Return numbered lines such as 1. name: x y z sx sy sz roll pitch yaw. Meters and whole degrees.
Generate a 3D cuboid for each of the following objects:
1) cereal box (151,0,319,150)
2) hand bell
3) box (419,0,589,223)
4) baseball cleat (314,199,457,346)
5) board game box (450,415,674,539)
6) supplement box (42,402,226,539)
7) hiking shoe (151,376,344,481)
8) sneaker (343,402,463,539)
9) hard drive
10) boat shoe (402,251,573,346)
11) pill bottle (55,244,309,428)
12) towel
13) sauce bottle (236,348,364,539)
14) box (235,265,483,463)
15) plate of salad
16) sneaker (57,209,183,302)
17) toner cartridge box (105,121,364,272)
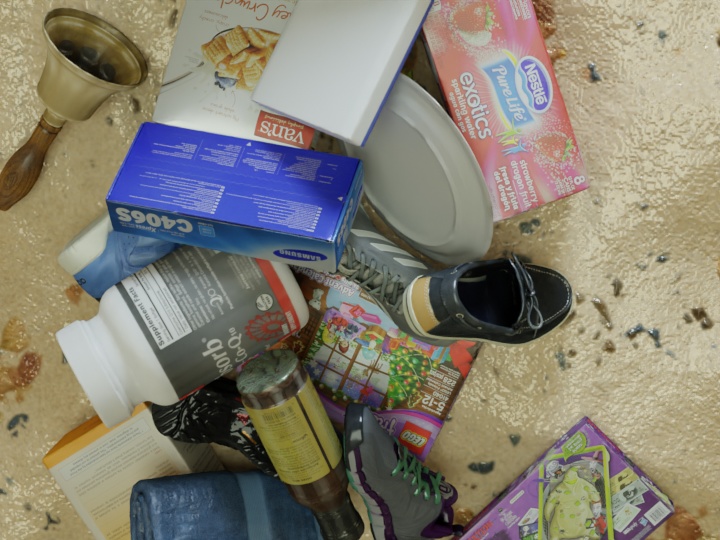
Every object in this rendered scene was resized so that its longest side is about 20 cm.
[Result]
1. cereal box: -0.086 -0.204 1.282 0.143 0.040 0.202 16 89 4
2. hand bell: -0.288 -0.130 1.347 0.104 0.104 0.200 38 118 -2
3. box: 0.118 -0.153 1.253 0.095 0.100 0.201 -19 100 4
4. baseball cleat: 0.000 0.000 1.284 0.200 0.106 0.070 44 124 19
5. board game box: 0.183 0.246 1.388 0.120 0.032 0.200 43 106 -7
6. supplement box: -0.193 0.222 1.418 0.126 0.074 0.201 -31 98 15
7. hiking shoe: -0.103 0.136 1.378 0.199 0.101 0.076 24 100 -20
8. sneaker: 0.041 0.183 1.341 0.087 0.075 0.201 -6 140 11
9. hard drive: -0.002 -0.211 1.209 0.132 0.025 0.201 26 90 43
10. boat shoe: 0.124 0.025 1.263 0.062 0.199 0.075 -23 74 44
11. pill bottle: -0.154 0.045 1.274 0.199 0.116 0.116 -31 99 -9
12. towel: -0.114 0.239 1.351 0.048 0.199 0.113 -25 68 52
13. sauce bottle: -0.048 0.164 1.310 0.064 0.065 0.201 -14 119 12
14. box: 0.001 0.073 1.367 0.199 0.039 0.138 25 107 2
15. plate of salad: 0.048 -0.094 1.263 0.048 0.200 0.201 -36 98 -26
16. sneaker: -0.170 -0.035 1.350 0.200 0.077 0.111 -40 103 8
17. toner cartridge box: -0.104 -0.063 1.239 0.198 0.095 0.043 11 144 11
